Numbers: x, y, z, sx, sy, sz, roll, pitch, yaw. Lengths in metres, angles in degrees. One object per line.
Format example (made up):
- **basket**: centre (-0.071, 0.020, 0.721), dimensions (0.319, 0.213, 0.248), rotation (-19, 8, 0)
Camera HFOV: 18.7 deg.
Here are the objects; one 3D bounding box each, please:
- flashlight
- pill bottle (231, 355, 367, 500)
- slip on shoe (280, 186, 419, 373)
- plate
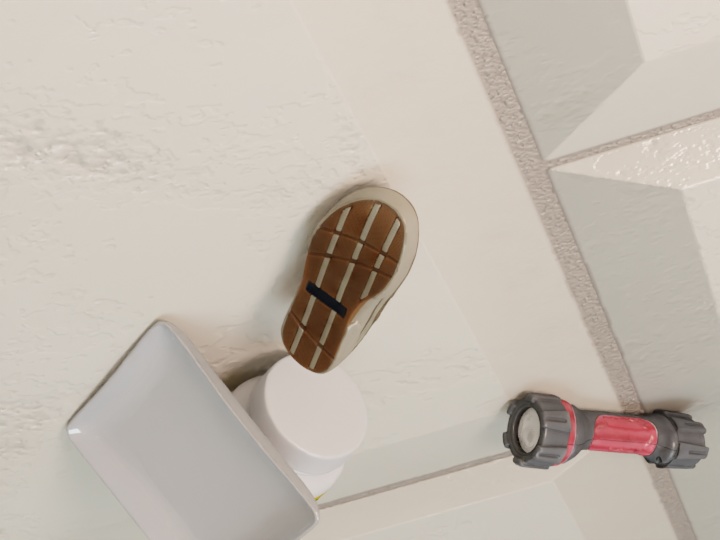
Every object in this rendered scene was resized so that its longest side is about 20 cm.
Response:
- **flashlight**: centre (0.225, 0.150, 1.975), dimensions (0.199, 0.068, 0.068), rotation (8, 151, -30)
- **pill bottle**: centre (-0.082, 0.156, 1.818), dimensions (0.114, 0.115, 0.200), rotation (6, 147, -30)
- **slip on shoe**: centre (0.000, 0.000, 1.626), dimensions (0.061, 0.076, 0.200), rotation (-41, 164, -40)
- **plate**: centre (-0.131, 0.156, 1.754), dimensions (0.032, 0.200, 0.200), rotation (-35, 173, -43)
